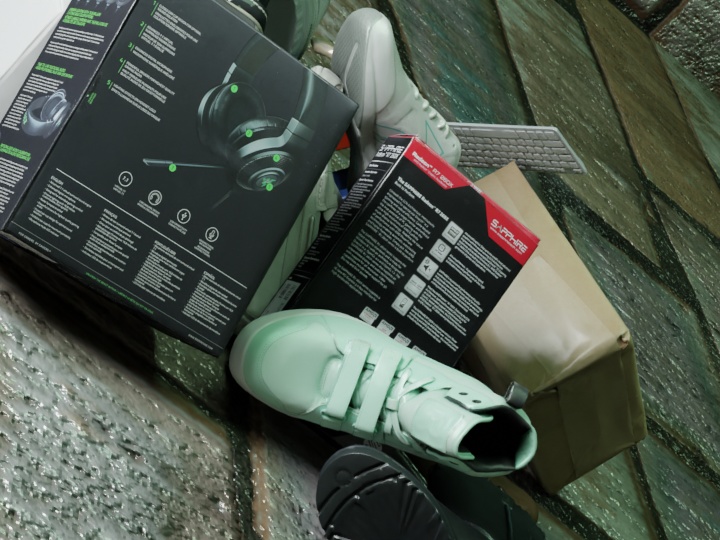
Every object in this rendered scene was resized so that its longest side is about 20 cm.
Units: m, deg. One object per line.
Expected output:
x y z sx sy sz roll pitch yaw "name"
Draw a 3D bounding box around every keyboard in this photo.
0.091 -0.100 1.683 0.200 0.011 0.056 6 -27 44 "keyboard"

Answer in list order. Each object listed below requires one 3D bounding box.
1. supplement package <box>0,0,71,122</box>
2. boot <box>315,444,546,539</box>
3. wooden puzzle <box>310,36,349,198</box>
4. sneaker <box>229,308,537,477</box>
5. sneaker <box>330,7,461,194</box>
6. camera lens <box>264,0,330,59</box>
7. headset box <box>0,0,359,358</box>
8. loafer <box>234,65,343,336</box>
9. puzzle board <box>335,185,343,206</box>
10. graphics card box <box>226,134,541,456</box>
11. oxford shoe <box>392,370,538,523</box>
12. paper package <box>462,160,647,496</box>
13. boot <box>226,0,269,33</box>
-0.166 -0.108 1.422 0.200 0.120 0.121 35 21 -30 "supplement package"
0.055 0.172 1.400 0.198 0.073 0.163 46 18 -8 "boot"
-0.009 -0.093 1.731 0.185 0.046 0.201 -108 179 -82 "wooden puzzle"
0.021 0.078 1.351 0.200 0.074 0.118 17 1 -21 "sneaker"
0.027 -0.105 1.519 0.070 0.080 0.201 -119 -164 -51 "sneaker"
-0.109 -0.234 1.740 0.160 0.160 0.200 43 19 -9 "camera lens"
-0.122 -0.078 1.303 0.174 0.200 0.093 32 -7 -33 "headset box"
-0.045 -0.044 1.472 0.070 0.201 0.070 20 -10 -18 "loafer"
0.000 0.000 1.603 0.151 0.017 0.200 73 -9 -50 "puzzle board"
0.017 0.022 1.434 0.125 0.200 0.051 38 -10 -21 "graphics card box"
0.065 0.121 1.508 0.200 0.084 0.073 42 17 -18 "oxford shoe"
0.135 0.048 1.678 0.200 0.103 0.191 58 -6 32 "paper package"
-0.084 -0.226 1.525 0.073 0.154 0.204 32 -7 -13 "boot"
